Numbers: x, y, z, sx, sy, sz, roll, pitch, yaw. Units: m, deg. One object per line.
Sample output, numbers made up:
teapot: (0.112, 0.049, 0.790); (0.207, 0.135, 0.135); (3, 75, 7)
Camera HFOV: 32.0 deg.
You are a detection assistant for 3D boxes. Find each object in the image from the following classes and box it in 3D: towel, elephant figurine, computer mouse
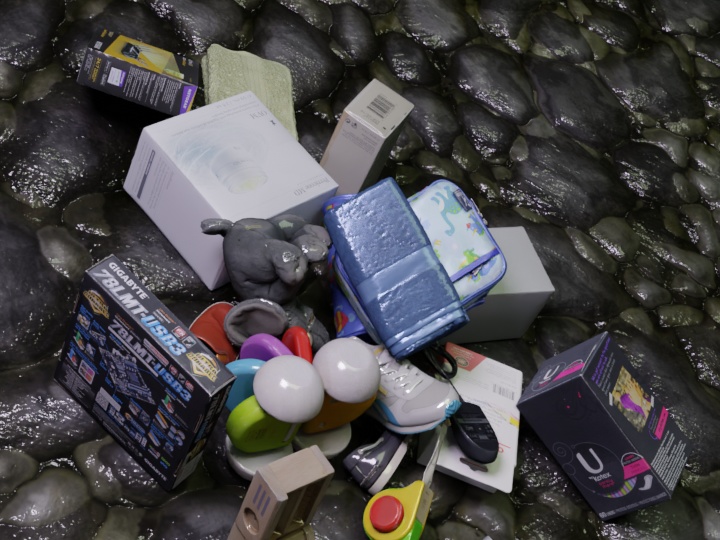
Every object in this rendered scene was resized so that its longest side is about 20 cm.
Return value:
towel: (-0.166, -0.259, 1.887); (0.146, 0.037, 0.202); (9, 47, -20)
towel: (0.041, -0.002, 1.520); (0.110, 0.049, 0.202); (-26, 82, -8)
elephant figurine: (-0.109, 0.041, 1.558); (0.154, 0.203, 0.140); (30, 33, 33)
computer mouse: (0.114, 0.162, 1.562); (0.058, 0.034, 0.201); (7, 41, -35)

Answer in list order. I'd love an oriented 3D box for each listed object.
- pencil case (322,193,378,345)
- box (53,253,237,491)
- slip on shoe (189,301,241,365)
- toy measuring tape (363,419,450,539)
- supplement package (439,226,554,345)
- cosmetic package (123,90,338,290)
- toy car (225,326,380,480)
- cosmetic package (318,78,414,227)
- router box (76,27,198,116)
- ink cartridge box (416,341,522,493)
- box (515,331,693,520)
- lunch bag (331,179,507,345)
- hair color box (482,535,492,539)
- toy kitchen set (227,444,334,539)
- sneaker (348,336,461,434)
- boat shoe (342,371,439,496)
pencil case: (0.000, 0.000, 1.662); (0.085, 0.078, 0.204); (-5, 76, -10)
box: (-0.242, 0.116, 1.382); (0.199, 0.200, 0.050); (41, 45, 13)
slip on shoe: (-0.190, 0.100, 1.525); (0.073, 0.062, 0.201); (28, 38, 2)
toy measuring tape: (0.049, 0.259, 1.482); (0.073, 0.074, 0.203); (22, 66, -8)
supplement package: (0.146, 0.022, 1.738); (0.197, 0.118, 0.118); (-3, 52, -29)
cosmetic package: (-0.173, -0.112, 1.687); (0.198, 0.124, 0.200); (-28, 68, -42)
toy car: (-0.083, 0.137, 1.467); (0.198, 0.176, 0.151); (-14, 57, -36)
cosmetic package: (-0.008, -0.156, 1.759); (0.073, 0.201, 0.104); (34, 42, 5)
router box: (-0.306, -0.277, 1.752); (0.155, 0.053, 0.200); (18, 15, -13)
ink cartridge box: (0.139, 0.202, 1.607); (0.115, 0.068, 0.202); (22, 42, -8)
box: (0.316, 0.203, 1.620); (0.201, 0.122, 0.106); (52, 43, -6)
lunch bag: (0.076, -0.005, 1.591); (0.198, 0.083, 0.162); (-30, 83, -12)
hair color box: (0.116, 0.402, 1.416); (0.099, 0.061, 0.199); (42, 44, 13)
toy kitchen set: (-0.079, 0.333, 1.285); (0.162, 0.182, 0.201); (-17, 56, -37)
sneaker: (0.039, 0.137, 1.524); (0.076, 0.082, 0.198); (-35, 30, -31)
boat shoe: (0.040, 0.188, 1.564); (0.062, 0.073, 0.201); (34, 48, 0)
